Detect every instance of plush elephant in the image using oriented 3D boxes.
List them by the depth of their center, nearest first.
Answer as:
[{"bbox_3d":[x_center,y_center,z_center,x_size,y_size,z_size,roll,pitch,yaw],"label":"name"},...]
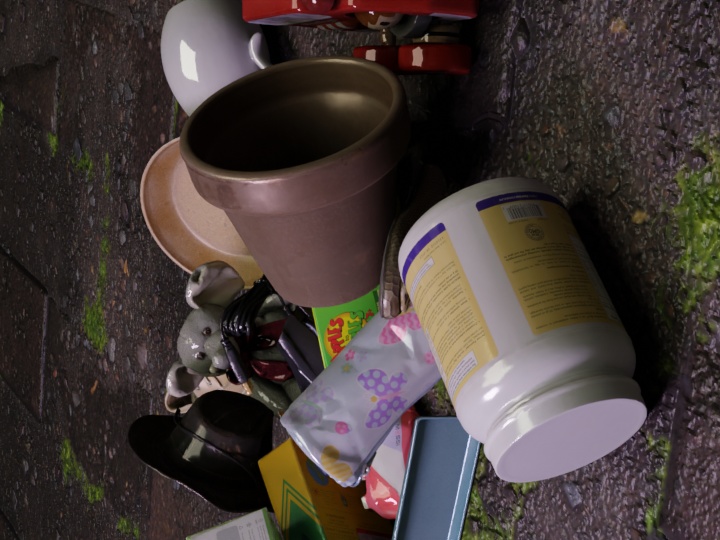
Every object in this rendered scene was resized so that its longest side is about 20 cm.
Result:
[{"bbox_3d":[-0.125,0.078,1.499,0.200,0.154,0.166,25,113,57],"label":"plush elephant"}]

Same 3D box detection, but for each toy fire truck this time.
[{"bbox_3d":[0.004,-0.234,1.241,0.200,0.167,0.113,11,102,59],"label":"toy fire truck"}]

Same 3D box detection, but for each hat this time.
[{"bbox_3d":[-0.134,0.170,1.419,0.201,0.200,0.081,40,107,52],"label":"hat"}]

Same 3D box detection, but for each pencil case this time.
[{"bbox_3d":[0.021,0.094,1.224,0.200,0.083,0.091,-48,55,-3],"label":"pencil case"}]

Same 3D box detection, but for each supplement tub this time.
[{"bbox_3d":[0.125,0.046,1.074,0.146,0.145,0.201,-56,46,46],"label":"supplement tub"}]

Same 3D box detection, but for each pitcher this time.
[{"bbox_3d":[-0.135,-0.214,1.559,0.171,0.121,0.201,-21,84,38],"label":"pitcher"}]

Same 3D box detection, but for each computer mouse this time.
[{"bbox_3d":[-0.059,0.086,1.361,0.046,0.140,0.201,4,128,40],"label":"computer mouse"}]

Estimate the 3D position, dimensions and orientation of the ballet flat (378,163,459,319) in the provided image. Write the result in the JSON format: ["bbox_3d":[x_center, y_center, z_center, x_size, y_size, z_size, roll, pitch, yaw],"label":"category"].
[{"bbox_3d":[0.052,-0.028,1.209,0.200,0.046,0.068,-69,-12,-52],"label":"ballet flat"}]

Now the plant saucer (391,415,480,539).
[{"bbox_3d":[0.063,0.220,1.270,0.019,0.069,0.201,-133,49,-58],"label":"plant saucer"}]

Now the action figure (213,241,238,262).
[{"bbox_3d":[-0.173,-0.061,1.668,0.099,0.065,0.201,-41,56,46],"label":"action figure"}]

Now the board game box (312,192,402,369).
[{"bbox_3d":[0.000,0.000,1.334,0.101,0.048,0.201,-20,70,18],"label":"board game box"}]

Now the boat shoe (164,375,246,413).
[{"bbox_3d":[-0.183,0.131,1.694,0.200,0.065,0.073,-41,57,54],"label":"boat shoe"}]

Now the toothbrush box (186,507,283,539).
[{"bbox_3d":[-0.084,0.345,1.309,0.146,0.086,0.201,-111,2,-45],"label":"toothbrush box"}]

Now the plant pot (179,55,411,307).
[{"bbox_3d":[-0.042,-0.066,1.228,0.200,0.199,0.175,43,152,51],"label":"plant pot"}]

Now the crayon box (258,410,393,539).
[{"bbox_3d":[-0.026,0.242,1.365,0.051,0.127,0.201,-38,54,23],"label":"crayon box"}]

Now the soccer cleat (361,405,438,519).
[{"bbox_3d":[0.031,0.140,1.342,0.076,0.067,0.201,-18,63,22],"label":"soccer cleat"}]

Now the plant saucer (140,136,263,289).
[{"bbox_3d":[-0.146,-0.072,1.546,0.036,0.199,0.201,-64,-2,-53],"label":"plant saucer"}]
